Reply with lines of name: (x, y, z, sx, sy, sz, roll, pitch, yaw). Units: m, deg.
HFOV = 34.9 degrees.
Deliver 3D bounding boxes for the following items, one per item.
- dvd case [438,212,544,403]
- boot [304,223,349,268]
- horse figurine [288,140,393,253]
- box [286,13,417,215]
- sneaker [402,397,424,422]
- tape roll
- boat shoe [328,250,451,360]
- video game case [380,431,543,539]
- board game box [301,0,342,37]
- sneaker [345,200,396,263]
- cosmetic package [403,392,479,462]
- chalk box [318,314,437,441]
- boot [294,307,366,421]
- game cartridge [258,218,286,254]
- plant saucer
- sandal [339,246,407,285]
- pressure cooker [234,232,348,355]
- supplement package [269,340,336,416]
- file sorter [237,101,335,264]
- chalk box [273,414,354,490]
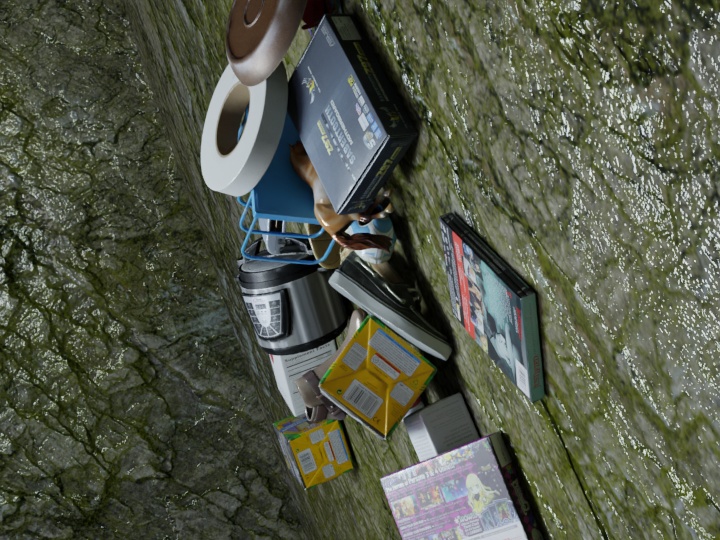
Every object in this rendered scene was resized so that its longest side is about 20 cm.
dvd case: (0.148, 0.039, 1.307, 0.200, 0.022, 0.148, -128, 22, -54)
boot: (-0.074, -0.098, 1.863, 0.155, 0.071, 0.203, 162, 95, -75)
horse figurine: (-0.024, -0.108, 1.528, 0.050, 0.131, 0.202, 18, -128, -64)
box: (-0.019, -0.197, 1.450, 0.158, 0.050, 0.202, -53, 54, 47)
sneaker: (0.032, 0.162, 1.820, 0.199, 0.071, 0.114, 19, 132, 63)
tape roll: (-0.161, -0.204, 1.568, 0.202, 0.037, 0.205, -33, 50, 51)
boat shoe: (0.050, 0.045, 1.556, 0.199, 0.064, 0.071, 36, 173, 15)
video game case: (0.135, 0.328, 1.500, 0.199, 0.036, 0.183, -29, 80, 38)
board game box: (-0.080, -0.379, 1.555, 0.200, 0.039, 0.160, 174, 77, -75)
sneaker: (0.008, -0.073, 1.623, 0.200, 0.071, 0.073, -126, 51, -64)
cosmetic package: (0.136, 0.279, 1.585, 0.202, 0.073, 0.102, 66, 165, 6)
chalk box: (0.024, 0.158, 1.633, 0.124, 0.124, 0.200, 37, 173, 4)
boot: (-0.043, 0.172, 1.965, 0.070, 0.145, 0.202, -129, 24, -56)
game cartridge: (-0.143, -0.144, 1.903, 0.133, 0.041, 0.203, -124, 37, -63)
plant saucer: (-0.129, -0.344, 1.511, 0.200, 0.032, 0.203, -31, 52, 48)
sandal: (-0.003, -0.004, 1.684, 0.078, 0.069, 0.212, 50, 178, -35)
pressure cooker: (-0.126, 0.030, 2.030, 0.179, 0.174, 0.203, -142, 35, -71)
supplement package: (-0.117, 0.164, 2.293, 0.121, 0.118, 0.202, -131, 25, -57)
file sorter: (-0.105, -0.124, 1.640, 0.123, 0.137, 0.202, 120, 149, -51)
chalk box: (-0.109, 0.383, 2.538, 0.200, 0.122, 0.126, -157, 47, -72)
